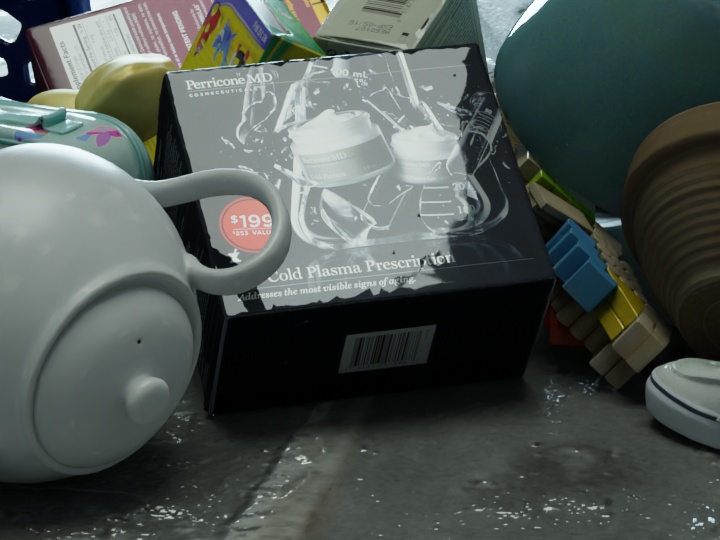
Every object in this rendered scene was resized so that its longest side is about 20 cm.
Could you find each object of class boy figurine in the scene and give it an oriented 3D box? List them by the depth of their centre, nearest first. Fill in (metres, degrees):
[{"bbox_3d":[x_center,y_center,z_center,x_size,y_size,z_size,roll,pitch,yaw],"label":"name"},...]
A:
[{"bbox_3d":[-0.178,-0.070,1.652,0.064,0.200,0.124,-19,59,-43],"label":"boy figurine"}]

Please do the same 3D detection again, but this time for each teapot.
[{"bbox_3d":[-0.152,0.035,1.370,0.146,0.201,0.197,30,19,36],"label":"teapot"}]

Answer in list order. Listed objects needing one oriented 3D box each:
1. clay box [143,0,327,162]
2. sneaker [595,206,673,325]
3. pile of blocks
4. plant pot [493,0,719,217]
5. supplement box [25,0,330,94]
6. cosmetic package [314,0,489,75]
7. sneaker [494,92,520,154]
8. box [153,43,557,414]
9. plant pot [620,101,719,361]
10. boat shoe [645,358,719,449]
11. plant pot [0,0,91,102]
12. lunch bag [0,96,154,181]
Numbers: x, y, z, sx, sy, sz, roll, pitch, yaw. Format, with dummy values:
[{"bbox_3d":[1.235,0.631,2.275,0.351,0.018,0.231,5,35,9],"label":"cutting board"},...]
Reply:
[{"bbox_3d":[-0.099,-0.078,1.659,0.047,0.200,0.115,21,16,-27],"label":"clay box"},{"bbox_3d":[0.183,-0.015,1.665,0.199,0.071,0.099,4,22,30],"label":"sneaker"},{"bbox_3d":[0.120,0.001,1.553,0.082,0.062,0.200,31,22,-34],"label":"pile of blocks"},{"bbox_3d":[0.201,-0.140,1.598,0.199,0.135,0.200,15,43,-14],"label":"plant pot"},{"bbox_3d":[-0.118,-0.128,1.763,0.199,0.111,0.086,-18,54,-11],"label":"supplement box"},{"bbox_3d":[0.037,-0.104,1.705,0.073,0.200,0.104,12,47,23],"label":"cosmetic package"},{"bbox_3d":[0.114,-0.101,1.849,0.200,0.071,0.112,-30,4,20],"label":"sneaker"},{"bbox_3d":[-0.009,-0.027,1.526,0.199,0.104,0.183,-7,55,-15],"label":"box"},{"bbox_3d":[0.241,0.000,1.490,0.200,0.201,0.093,6,52,23],"label":"plant pot"},{"bbox_3d":[0.243,0.058,1.400,0.202,0.086,0.074,15,23,42],"label":"boat shoe"},{"bbox_3d":[-0.310,-0.123,1.869,0.179,0.201,0.200,-1,17,24],"label":"plant pot"},{"bbox_3d":[-0.206,-0.028,1.598,0.200,0.161,0.077,11,22,38],"label":"lunch bag"}]
